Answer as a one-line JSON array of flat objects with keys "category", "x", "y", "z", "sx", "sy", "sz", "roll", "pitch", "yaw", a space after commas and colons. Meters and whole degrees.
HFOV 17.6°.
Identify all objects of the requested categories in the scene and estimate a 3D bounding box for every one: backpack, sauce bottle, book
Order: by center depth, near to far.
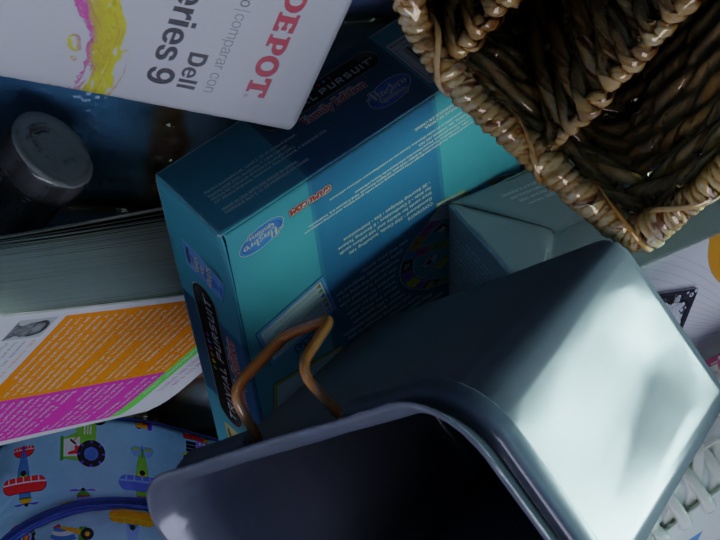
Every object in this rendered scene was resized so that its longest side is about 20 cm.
[{"category": "book", "x": -0.135, "y": 0.034, "z": 0.984, "sx": 0.199, "sy": 0.048, "sz": 0.134, "roll": -10, "pitch": 153, "yaw": -48}, {"category": "sauce bottle", "x": -0.186, "y": 0.007, "z": 1.005, "sx": 0.066, "sy": 0.066, "sz": 0.200, "roll": 22, "pitch": 128, "yaw": -30}, {"category": "backpack", "x": -0.128, "y": 0.169, "z": 1.144, "sx": 0.182, "sy": 0.135, "sz": 0.200, "roll": 19, "pitch": 129, "yaw": -29}]

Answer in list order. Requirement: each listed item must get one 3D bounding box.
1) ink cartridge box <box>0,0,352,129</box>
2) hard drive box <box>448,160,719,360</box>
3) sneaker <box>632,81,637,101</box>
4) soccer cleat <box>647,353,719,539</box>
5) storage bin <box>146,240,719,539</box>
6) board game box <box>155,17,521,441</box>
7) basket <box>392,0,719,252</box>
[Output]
[{"category": "ink cartridge box", "x": -0.095, "y": -0.144, "z": 0.831, "sx": 0.198, "sy": 0.088, "sz": 0.146, "roll": 9, "pitch": 135, "yaw": -21}, {"category": "hard drive box", "x": 0.121, "y": 0.038, "z": 1.026, "sx": 0.155, "sy": 0.077, "sz": 0.201, "roll": -23, "pitch": 137, "yaw": -20}, {"category": "sneaker", "x": 0.203, "y": -0.090, "z": 0.951, "sx": 0.199, "sy": 0.074, "sz": 0.116, "roll": -22, "pitch": 134, "yaw": 13}, {"category": "soccer cleat", "x": 0.114, "y": 0.102, "z": 0.947, "sx": 0.200, "sy": 0.070, "sz": 0.086, "roll": -40, "pitch": 171, "yaw": 2}, {"category": "storage bin", "x": 0.031, "y": 0.065, "z": 0.883, "sx": 0.199, "sy": 0.134, "sz": 0.146, "roll": -22, "pitch": 110, "yaw": 49}, {"category": "board game box", "x": 0.000, "y": 0.000, "z": 0.985, "sx": 0.150, "sy": 0.047, "sz": 0.201, "roll": -34, "pitch": 144, "yaw": -21}, {"category": "basket", "x": 0.098, "y": -0.133, "z": 0.828, "sx": 0.142, "sy": 0.150, "sz": 0.200, "roll": 21, "pitch": 132, "yaw": -29}]
